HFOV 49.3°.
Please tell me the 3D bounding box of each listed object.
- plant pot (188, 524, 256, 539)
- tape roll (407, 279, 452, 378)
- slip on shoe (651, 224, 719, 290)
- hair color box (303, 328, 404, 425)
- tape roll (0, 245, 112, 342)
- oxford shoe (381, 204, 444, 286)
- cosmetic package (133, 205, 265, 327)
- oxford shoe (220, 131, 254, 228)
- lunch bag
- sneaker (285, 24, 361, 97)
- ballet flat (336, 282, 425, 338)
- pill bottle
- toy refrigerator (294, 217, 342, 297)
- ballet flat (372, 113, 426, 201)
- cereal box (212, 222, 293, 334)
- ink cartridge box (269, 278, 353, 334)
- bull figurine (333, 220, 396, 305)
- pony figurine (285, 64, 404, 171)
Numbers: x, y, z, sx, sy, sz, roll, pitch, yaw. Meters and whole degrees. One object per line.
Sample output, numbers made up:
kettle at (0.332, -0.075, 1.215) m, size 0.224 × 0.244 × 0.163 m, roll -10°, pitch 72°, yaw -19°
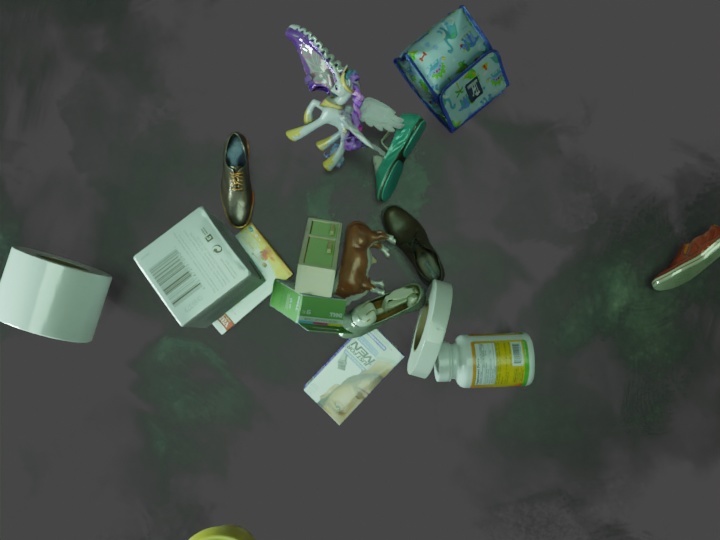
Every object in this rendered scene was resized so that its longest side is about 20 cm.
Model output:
plant pot at (-0.273, 0.604, 1.580) m, size 0.198 × 0.189 × 0.204 m, roll 0°, pitch 90°, yaw -2°
tape roll at (0.140, 0.118, 1.597) m, size 0.037 × 0.203 × 0.205 m, roll 16°, pitch 89°, yaw -2°
slip on shoe at (0.711, -0.026, 1.700) m, size 0.199 × 0.074 × 0.061 m, roll -38°, pitch 57°, yaw 3°
hair color box at (-0.014, 0.214, 1.659) m, size 0.109 × 0.065 × 0.200 m, roll 44°, pitch 89°, yaw -2°
tape roll at (-0.612, 0.048, 1.562) m, size 0.200 × 0.203 × 0.141 m, roll 19°, pitch 88°, yaw -2°
oxford shoe at (0.117, -0.057, 1.657) m, size 0.072 × 0.084 × 0.201 m, roll -38°, pitch 90°, yaw -1°
cosmetic package at (-0.307, -0.001, 1.539) m, size 0.164 × 0.200 × 0.166 m, roll -37°, pitch 86°, yaw -1°
oxford shoe at (-0.263, -0.189, 1.643) m, size 0.070 × 0.073 × 0.203 m, roll -5°, pitch 90°, yaw -3°
lunch bag at (0.197, -0.418, 1.649) m, size 0.170 × 0.127 × 0.201 m, roll -39°, pitch 104°, yaw -5°
sneaker at (-0.093, -0.428, 1.655) m, size 0.088 × 0.080 × 0.200 m, roll -44°, pitch 93°, yaw 5°
ballet flat at (0.040, 0.076, 1.608) m, size 0.198 × 0.064 × 0.068 m, roll -23°, pitch 61°, yaw -4°
pill bottle at (0.256, 0.189, 1.647) m, size 0.197 × 0.111 × 0.113 m, roll -2°, pitch 90°, yaw -3°
toy refrigerator at (-0.082, -0.032, 1.585) m, size 0.075 × 0.201 × 0.071 m, roll 9°, pitch 120°, yaw -2°
ballet flat at (0.068, -0.245, 1.672) m, size 0.070 × 0.067 × 0.202 m, roll 27°, pitch 88°, yaw 22°
cereal box at (-0.260, 0.018, 1.659) m, size 0.200 × 0.040 × 0.144 m, roll -41°, pitch 90°, yaw -2°
ink cartridge box at (-0.096, 0.071, 1.574) m, size 0.103 × 0.200 × 0.060 m, roll 9°, pitch 98°, yaw -29°
bull figurine at (0.000, 0.000, 1.660) m, size 0.120 × 0.065 × 0.203 m, roll 11°, pitch 94°, yaw -9°
pony figurine at (-0.028, -0.300, 1.604) m, size 0.193 × 0.167 × 0.200 m, roll 39°, pitch 127°, yaw -12°
